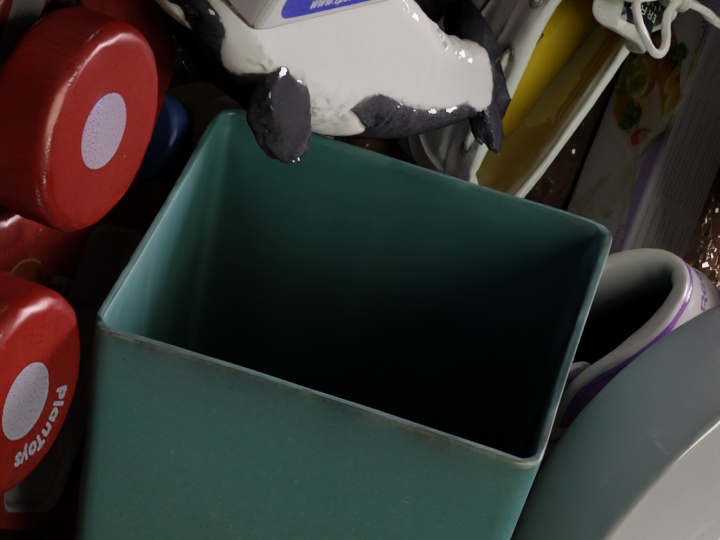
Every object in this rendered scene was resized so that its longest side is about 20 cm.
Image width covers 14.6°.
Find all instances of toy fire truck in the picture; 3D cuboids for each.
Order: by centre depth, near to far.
[{"bbox_3d":[-0.115,-0.016,0.895,0.168,0.112,0.201,14,94,-69],"label":"toy fire truck"}]

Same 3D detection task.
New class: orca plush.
[{"bbox_3d":[-0.024,-0.091,0.934,0.200,0.071,0.106,-3,100,-57],"label":"orca plush"}]

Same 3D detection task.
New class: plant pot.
[{"bbox_3d":[-0.017,0.081,0.947,0.141,0.141,0.201,-65,171,-56],"label":"plant pot"}]

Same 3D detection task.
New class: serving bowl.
[{"bbox_3d":[0.123,0.077,1.012,0.200,0.066,0.201,-29,146,-23],"label":"serving bowl"}]

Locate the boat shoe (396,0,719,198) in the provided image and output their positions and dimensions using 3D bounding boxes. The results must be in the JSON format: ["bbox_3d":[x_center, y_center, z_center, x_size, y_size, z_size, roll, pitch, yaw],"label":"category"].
[{"bbox_3d":[0.093,-0.103,1.015,0.074,0.086,0.202,28,106,-44],"label":"boat shoe"}]

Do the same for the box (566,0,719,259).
[{"bbox_3d":[0.115,-0.035,1.136,0.041,0.039,0.201,23,87,-45],"label":"box"}]

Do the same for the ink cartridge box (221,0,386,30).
[{"bbox_3d":[0.061,-0.168,0.842,0.197,0.047,0.200,-19,149,-54],"label":"ink cartridge box"}]

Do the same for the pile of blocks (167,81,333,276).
[{"bbox_3d":[0.000,0.000,1.024,0.200,0.062,0.082,37,77,-43],"label":"pile of blocks"}]

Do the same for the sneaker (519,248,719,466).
[{"bbox_3d":[0.050,0.065,1.044,0.200,0.073,0.114,-44,152,0],"label":"sneaker"}]
